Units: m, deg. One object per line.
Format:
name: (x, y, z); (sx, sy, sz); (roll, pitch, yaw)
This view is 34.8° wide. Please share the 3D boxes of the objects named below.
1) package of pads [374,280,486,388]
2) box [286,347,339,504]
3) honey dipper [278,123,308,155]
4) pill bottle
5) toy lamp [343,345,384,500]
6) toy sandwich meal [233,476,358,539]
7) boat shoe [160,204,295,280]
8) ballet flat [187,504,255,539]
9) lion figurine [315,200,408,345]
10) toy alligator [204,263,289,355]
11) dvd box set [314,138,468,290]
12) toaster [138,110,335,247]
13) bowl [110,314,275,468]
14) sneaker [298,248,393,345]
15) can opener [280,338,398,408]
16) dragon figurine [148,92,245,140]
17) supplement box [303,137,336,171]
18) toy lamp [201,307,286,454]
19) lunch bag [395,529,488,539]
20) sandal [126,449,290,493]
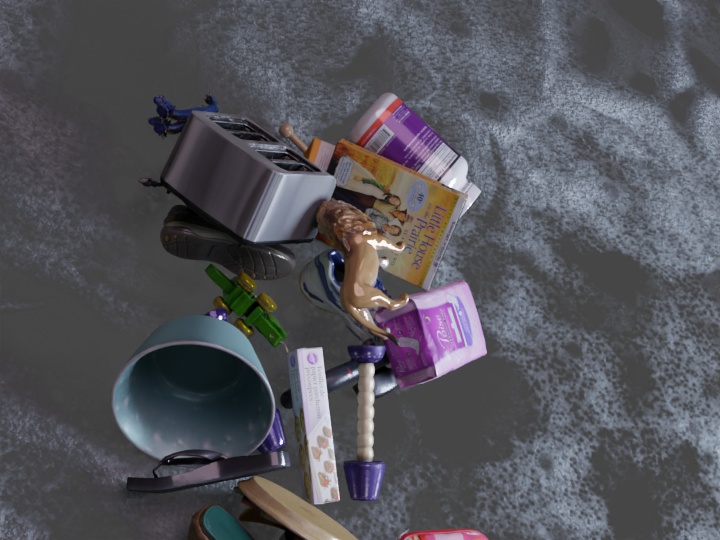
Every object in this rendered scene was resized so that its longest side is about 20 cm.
package of pads: (0.106, 0.088, 1.653); (0.199, 0.075, 0.122); (-13, 83, -60)
box: (-0.063, 0.204, 1.505); (0.038, 0.041, 0.203); (-3, 82, -27)
honey dipper: (-0.053, -0.153, 1.778); (0.200, 0.038, 0.038); (45, 48, -1)
pill bottle: (0.076, -0.153, 1.658); (0.200, 0.112, 0.113); (42, 48, -2)
toy lamp: (0.005, 0.203, 1.532); (0.058, 0.058, 0.203); (3, 82, -31)
toy sandwich meal: (-0.075, 0.327, 1.394); (0.204, 0.205, 0.071); (33, 85, -11)
boat shoe: (-0.180, -0.047, 1.605); (0.198, 0.075, 0.074); (18, 51, -23)
ballet flat: (-0.133, 0.366, 1.374); (0.200, 0.072, 0.068); (43, 43, -4)
lion figurine: (0.000, 0.000, 1.541); (0.121, 0.072, 0.202); (21, 46, -34)
toy alligator: (-0.137, 0.066, 1.578); (0.200, 0.059, 0.054); (45, 7, 0)
dvd box set: (0.034, -0.078, 1.612); (0.198, 0.148, 0.029); (25, 18, 5)
toaster: (-0.157, -0.122, 1.554); (0.180, 0.120, 0.199); (34, 19, 24)
bowl: (-0.202, 0.135, 1.417); (0.199, 0.202, 0.106); (24, 30, -17)
sneaker: (0.008, 0.043, 1.661); (0.198, 0.088, 0.076); (30, 48, -16)
can opener: (-0.023, 0.148, 1.590); (0.198, 0.063, 0.079); (-14, 70, -38)
dragon figurine: (-0.217, -0.194, 1.684); (0.199, 0.059, 0.100); (38, 48, -6)
supplement box: (-0.004, -0.097, 1.716); (0.198, 0.074, 0.128); (22, 68, -10)
toy lamp: (-0.156, 0.148, 1.508); (0.058, 0.058, 0.202); (-19, 72, -39)
lunch bag: (0.100, 0.438, 1.480); (0.174, 0.082, 0.202); (5, 58, -26)
sandal: (-0.186, 0.237, 1.393); (0.197, 0.076, 0.043); (-9, 78, -13)
